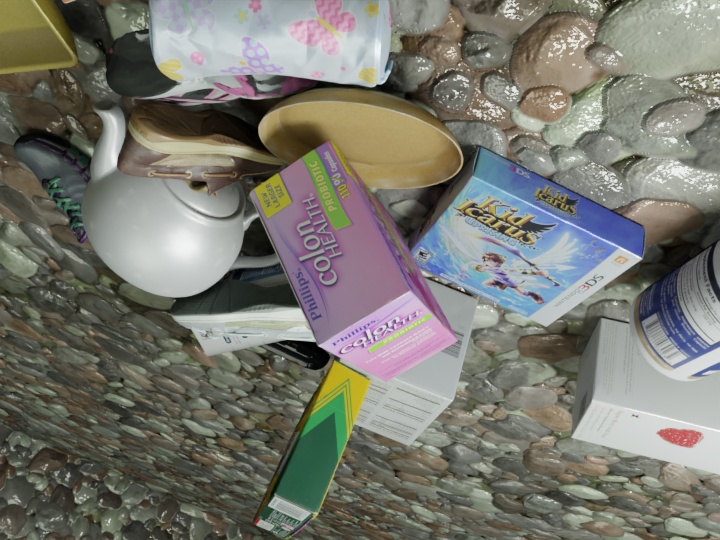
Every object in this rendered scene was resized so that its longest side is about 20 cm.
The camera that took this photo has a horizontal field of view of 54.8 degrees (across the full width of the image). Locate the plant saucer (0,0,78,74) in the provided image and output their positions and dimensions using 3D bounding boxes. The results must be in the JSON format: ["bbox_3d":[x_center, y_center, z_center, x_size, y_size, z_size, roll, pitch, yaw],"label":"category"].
[{"bbox_3d":[-0.392,-0.286,0.671,0.198,0.049,0.200,3,145,24],"label":"plant saucer"}]

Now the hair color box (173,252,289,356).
[{"bbox_3d":[-0.123,0.037,0.884,0.198,0.061,0.101,-13,121,15],"label":"hair color box"}]

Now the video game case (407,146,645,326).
[{"bbox_3d":[0.172,-0.027,0.768,0.199,0.046,0.181,24,146,-7],"label":"video game case"}]

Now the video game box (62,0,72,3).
[{"bbox_3d":[-0.228,-0.321,0.537,0.181,0.047,0.200,1,143,31],"label":"video game box"}]

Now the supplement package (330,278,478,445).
[{"bbox_3d":[0.045,0.118,0.949,0.150,0.153,0.200,22,148,-1],"label":"supplement package"}]

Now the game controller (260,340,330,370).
[{"bbox_3d":[-0.137,0.093,1.015,0.199,0.042,0.104,26,173,0],"label":"game controller"}]

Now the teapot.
[{"bbox_3d":[-0.198,-0.076,0.782,0.146,0.200,0.198,-39,77,29],"label":"teapot"}]

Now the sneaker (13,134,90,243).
[{"bbox_3d":[-0.372,-0.092,0.914,0.200,0.088,0.074,38,143,-27],"label":"sneaker"}]

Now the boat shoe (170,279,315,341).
[{"bbox_3d":[-0.122,0.055,0.816,0.200,0.075,0.065,-2,120,2],"label":"boat shoe"}]

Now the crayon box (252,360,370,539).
[{"bbox_3d":[-0.065,0.230,0.873,0.058,0.173,0.200,25,148,-2],"label":"crayon box"}]

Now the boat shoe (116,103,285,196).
[{"bbox_3d":[-0.155,-0.114,0.698,0.072,0.200,0.072,45,115,20],"label":"boat shoe"}]

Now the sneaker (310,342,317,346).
[{"bbox_3d":[-0.081,0.051,0.993,0.112,0.072,0.200,18,156,9],"label":"sneaker"}]

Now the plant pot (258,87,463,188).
[{"bbox_3d":[0.002,-0.127,0.672,0.198,0.028,0.200,9,167,2],"label":"plant pot"}]

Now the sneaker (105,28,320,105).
[{"bbox_3d":[-0.131,-0.196,0.660,0.198,0.081,0.086,2,-176,5],"label":"sneaker"}]

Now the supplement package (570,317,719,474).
[{"bbox_3d":[0.380,0.159,0.866,0.198,0.120,0.122,12,146,11],"label":"supplement package"}]

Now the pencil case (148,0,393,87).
[{"bbox_3d":[-0.072,-0.198,0.571,0.198,0.083,0.091,2,114,4],"label":"pencil case"}]

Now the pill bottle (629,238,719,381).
[{"bbox_3d":[0.370,0.026,0.682,0.110,0.112,0.200,23,148,-7],"label":"pill bottle"}]

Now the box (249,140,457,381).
[{"bbox_3d":[0.000,0.000,0.709,0.096,0.177,0.200,-31,154,9],"label":"box"}]
